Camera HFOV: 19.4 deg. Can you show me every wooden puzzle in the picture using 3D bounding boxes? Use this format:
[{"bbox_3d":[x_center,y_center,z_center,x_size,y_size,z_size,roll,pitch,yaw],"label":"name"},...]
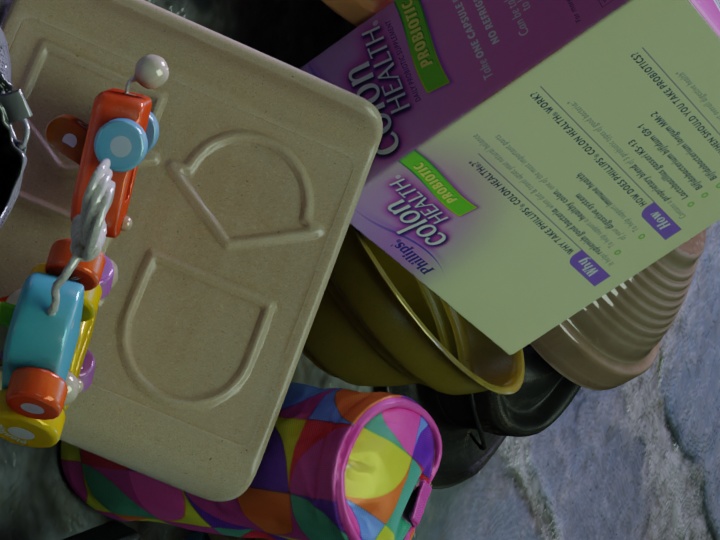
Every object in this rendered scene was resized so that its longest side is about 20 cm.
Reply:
[{"bbox_3d":[-0.106,-0.016,0.979,0.046,0.184,0.201,145,-32,-75],"label":"wooden puzzle"}]

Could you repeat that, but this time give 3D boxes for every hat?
[{"bbox_3d":[0.097,0.052,1.342,0.200,0.080,0.202,-18,112,-54],"label":"hat"}]

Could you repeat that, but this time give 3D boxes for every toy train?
[{"bbox_3d":[-0.127,-0.012,0.869,0.200,0.055,0.151,-86,-169,-77],"label":"toy train"}]

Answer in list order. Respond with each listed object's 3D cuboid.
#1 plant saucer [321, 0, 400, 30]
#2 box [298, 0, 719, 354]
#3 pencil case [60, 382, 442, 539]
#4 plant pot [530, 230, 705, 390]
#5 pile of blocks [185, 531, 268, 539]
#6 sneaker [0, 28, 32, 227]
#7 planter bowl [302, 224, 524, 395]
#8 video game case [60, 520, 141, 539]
[{"bbox_3d":[0.009,-0.216,1.100,0.200,0.037,0.201,25,53,-39],"label":"plant saucer"},{"bbox_3d":[0.098,-0.078,1.072,0.176,0.199,0.097,37,24,-45],"label":"box"},{"bbox_3d":[-0.055,0.092,1.029,0.088,0.199,0.089,-6,98,-48],"label":"pencil case"},{"bbox_3d":[0.150,-0.034,1.308,0.201,0.092,0.202,38,38,-37],"label":"plant pot"},{"bbox_3d":[-0.062,0.165,1.091,0.200,0.082,0.062,-39,128,8],"label":"pile of blocks"},{"bbox_3d":[-0.161,-0.053,0.867,0.075,0.082,0.201,43,26,-32],"label":"sneaker"},{"bbox_3d":[0.000,0.000,1.147,0.201,0.083,0.201,50,18,-23],"label":"planter bowl"},{"bbox_3d":[-0.182,0.231,0.981,0.199,0.025,0.182,-17,113,-38],"label":"video game case"}]
